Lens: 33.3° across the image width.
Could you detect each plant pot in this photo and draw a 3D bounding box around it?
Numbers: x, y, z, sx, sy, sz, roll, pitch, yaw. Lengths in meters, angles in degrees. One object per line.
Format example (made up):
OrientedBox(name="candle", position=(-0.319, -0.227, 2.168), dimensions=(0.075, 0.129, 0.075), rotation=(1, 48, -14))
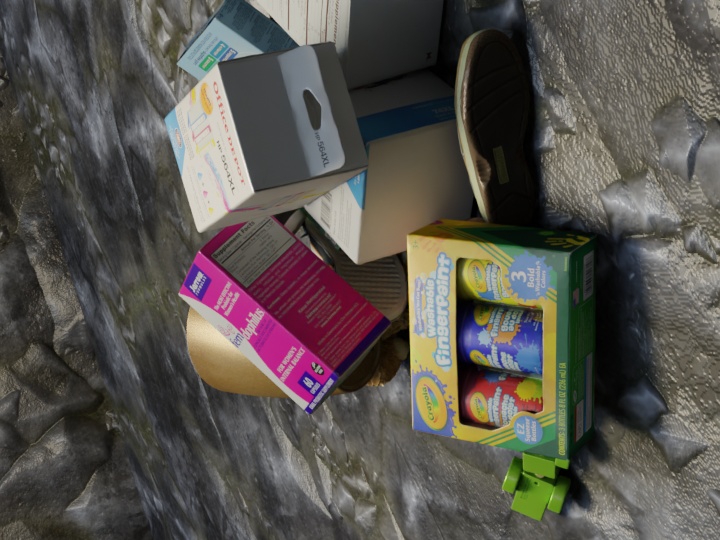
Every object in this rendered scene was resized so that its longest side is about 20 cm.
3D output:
OrientedBox(name="plant pot", position=(-0.078, 0.080, 1.457), dimensions=(0.199, 0.186, 0.187), rotation=(14, 121, 43))

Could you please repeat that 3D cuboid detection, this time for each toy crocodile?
OrientedBox(name="toy crocodile", position=(0.190, 0.192, 1.245), dimensions=(0.067, 0.062, 0.201), rotation=(18, 138, 16))

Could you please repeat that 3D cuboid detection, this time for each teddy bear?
OrientedBox(name="teddy bear", position=(0.021, 0.041, 1.495), dimensions=(0.145, 0.066, 0.201), rotation=(-34, 69, 60))

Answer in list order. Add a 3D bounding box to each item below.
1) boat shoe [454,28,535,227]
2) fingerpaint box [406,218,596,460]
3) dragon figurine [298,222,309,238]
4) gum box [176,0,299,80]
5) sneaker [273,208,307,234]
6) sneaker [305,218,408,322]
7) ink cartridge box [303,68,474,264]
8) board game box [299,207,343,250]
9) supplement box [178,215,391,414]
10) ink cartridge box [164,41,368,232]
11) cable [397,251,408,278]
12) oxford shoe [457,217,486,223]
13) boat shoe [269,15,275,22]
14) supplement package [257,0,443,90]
OrientedBox(name="boat shoe", position=(0.118, -0.136, 1.154), dimensions=(0.076, 0.071, 0.201), rotation=(-130, 30, -60))
OrientedBox(name="fingerpaint box", position=(0.132, 0.062, 1.137), dimensions=(0.166, 0.073, 0.201), rotation=(8, 108, 30))
OrientedBox(name="dragon figurine", position=(-0.096, -0.109, 1.487), dimensions=(0.059, 0.200, 0.100), rotation=(32, 94, 51))
OrientedBox(name="gum box", position=(-0.106, -0.230, 1.437), dimensions=(0.200, 0.045, 0.170), rotation=(34, 160, -15))
OrientedBox(name="sneaker", position=(-0.123, -0.066, 1.399), dimensions=(0.099, 0.071, 0.200), rotation=(39, 173, -10))
OrientedBox(name="sneaker", position=(0.000, 0.000, 1.385), dimensions=(0.080, 0.078, 0.200), rotation=(78, 166, -49))
OrientedBox(name="ink cartridge box", position=(0.010, -0.135, 1.273), dimensions=(0.200, 0.145, 0.147), rotation=(47, 143, 42))
OrientedBox(name="board game box", position=(-0.031, -0.085, 1.361), dimensions=(0.200, 0.104, 0.024), rotation=(46, 131, 41))
OrientedBox(name="supplement box", position=(-0.083, 0.040, 1.297), dimensions=(0.200, 0.103, 0.101), rotation=(42, 144, 6))
OrientedBox(name="ink cartridge box", position=(-0.091, -0.130, 1.166), dimensions=(0.200, 0.125, 0.129), rotation=(-25, 82, 63))
OrientedBox(name="cable", position=(0.035, -0.057, 1.377), dimensions=(0.200, 0.050, 0.097), rotation=(43, 145, 29))
OrientedBox(name="oxford shoe", position=(0.104, 0.014, 1.274), dimensions=(0.072, 0.073, 0.200), rotation=(65, 156, 23))
OrientedBox(name="boat shoe", position=(-0.074, -0.288, 1.435), dimensions=(0.084, 0.068, 0.200), rotation=(57, 152, 28))
OrientedBox(name="supplement package", position=(-0.015, -0.296, 1.250), dimensions=(0.200, 0.116, 0.118), rotation=(49, 148, 38))
